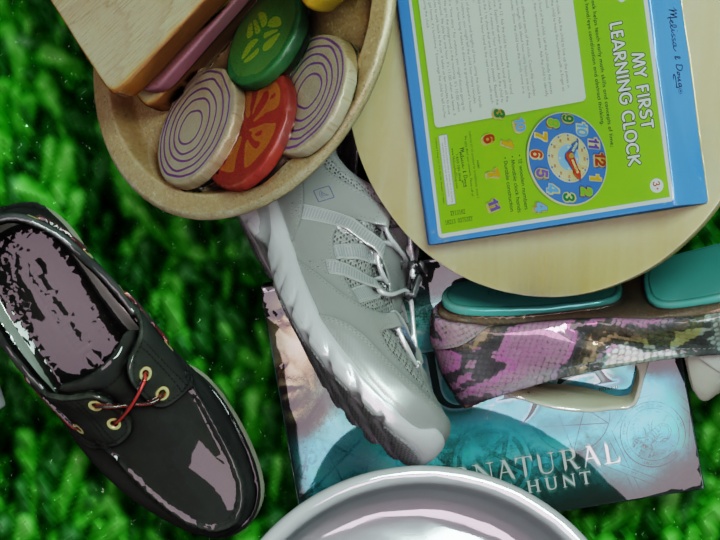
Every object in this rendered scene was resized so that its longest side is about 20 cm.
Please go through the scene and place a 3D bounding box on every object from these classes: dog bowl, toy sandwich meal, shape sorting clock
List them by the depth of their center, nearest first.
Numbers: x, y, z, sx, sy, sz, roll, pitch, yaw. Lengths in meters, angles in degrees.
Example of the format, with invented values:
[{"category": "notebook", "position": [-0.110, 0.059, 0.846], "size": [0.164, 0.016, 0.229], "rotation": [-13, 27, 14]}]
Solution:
[{"category": "shape sorting clock", "position": [0.087, -0.088, 1.179], "size": [0.199, 0.039, 0.201], "rotation": [0, 91, 28]}, {"category": "dog bowl", "position": [0.028, 0.193, 1.180], "size": [0.199, 0.079, 0.201], "rotation": [0, 80, -2]}, {"category": "toy sandwich meal", "position": [-0.071, -0.125, 1.201], "size": [0.205, 0.070, 0.206], "rotation": [-13, 69, 36]}]

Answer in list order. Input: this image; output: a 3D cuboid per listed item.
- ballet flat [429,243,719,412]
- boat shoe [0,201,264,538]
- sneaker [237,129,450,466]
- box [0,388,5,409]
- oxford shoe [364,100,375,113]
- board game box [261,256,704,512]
[{"category": "ballet flat", "position": [0.133, 0.030, 1.219], "size": [0.199, 0.069, 0.071], "rotation": [-9, 112, 9]}, {"category": "boat shoe", "position": [-0.124, 0.054, 1.272], "size": [0.074, 0.063, 0.202], "rotation": [-38, 92, 5]}, {"category": "sneaker", "position": [0.000, 0.000, 1.213], "size": [0.082, 0.075, 0.200], "rotation": [-27, 59, -2]}, {"category": "box", "position": [-0.260, -0.004, 1.254], "size": [0.101, 0.112, 0.201], "rotation": [-17, 94, 7]}, {"category": "oxford shoe", "position": [0.085, -0.090, 1.234], "size": [0.199, 0.071, 0.073], "rotation": [14, 92, 5]}, {"category": "board game box", "position": [0.060, 0.056, 1.269], "size": [0.199, 0.028, 0.136], "rotation": [-10, 94, 6]}]
